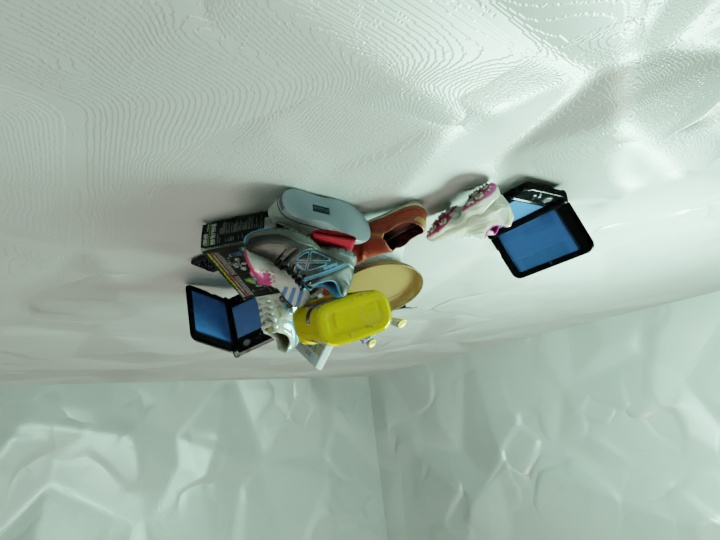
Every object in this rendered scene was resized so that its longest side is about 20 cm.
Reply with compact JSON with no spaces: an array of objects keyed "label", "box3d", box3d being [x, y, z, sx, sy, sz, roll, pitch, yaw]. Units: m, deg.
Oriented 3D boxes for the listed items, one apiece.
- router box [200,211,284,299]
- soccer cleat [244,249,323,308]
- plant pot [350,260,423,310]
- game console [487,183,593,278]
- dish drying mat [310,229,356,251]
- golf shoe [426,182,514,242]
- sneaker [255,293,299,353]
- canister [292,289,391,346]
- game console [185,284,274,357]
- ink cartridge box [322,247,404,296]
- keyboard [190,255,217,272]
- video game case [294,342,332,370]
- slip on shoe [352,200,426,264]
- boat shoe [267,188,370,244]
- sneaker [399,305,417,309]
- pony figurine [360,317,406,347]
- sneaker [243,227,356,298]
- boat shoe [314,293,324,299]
[{"label":"router box","box3d":[-0.194,-0.025,1.047,0.148,0.063,0.201,-11,148,8]},{"label":"soccer cleat","box3d":[-0.134,0.002,0.985,0.086,0.070,0.200,-25,149,8]},{"label":"plant pot","box3d":[0.037,0.036,1.176,0.198,0.028,0.201,-8,147,-5]},{"label":"game console","box3d":[0.317,-0.070,1.077,0.174,0.118,0.199,4,159,-35]},{"label":"dish drying mat","box3d":[-0.058,-0.033,0.992,0.076,0.018,0.200,10,163,-6]},{"label":"golf shoe","box3d":[0.202,-0.085,1.029,0.091,0.076,0.200,42,147,-11]},{"label":"sneaker","box3d":[-0.188,0.091,1.204,0.076,0.081,0.201,-9,122,35]},{"label":"canister","box3d":[-0.039,0.089,1.032,0.147,0.088,0.200,-16,-179,-18]},{"label":"game console","box3d":[-0.304,0.094,1.295,0.174,0.201,0.117,-25,132,-3]},{"label":"ink cartridge box","box3d":[0.000,0.000,1.157,0.158,0.047,0.202,-3,129,-15]},{"label":"keyboard","box3d":[-0.257,-0.021,1.154,0.198,0.040,0.104,-16,160,30]},{"label":"video game case","box3d":[-0.088,0.118,1.315,0.023,0.201,0.182,29,177,-27]},{"label":"slip on shoe","box3d":[0.039,-0.060,1.039,0.199,0.062,0.074,-28,133,21]},{"label":"boat shoe","box3d":[-0.077,-0.082,0.972,0.201,0.075,0.086,12,155,-41]},{"label":"sneaker","box3d":[0.034,0.083,1.356,0.198,0.061,0.104,-6,179,31]},{"label":"pony figurine","box3d":[-0.006,0.122,1.450,0.192,0.168,0.200,-30,-144,-21]},{"label":"sneaker","box3d":[-0.099,-0.013,0.904,0.198,0.083,0.073,16,161,-21]},{"label":"boat shoe","box3d":[-0.128,0.042,1.166,0.068,0.201,0.057,-25,-166,42]}]
